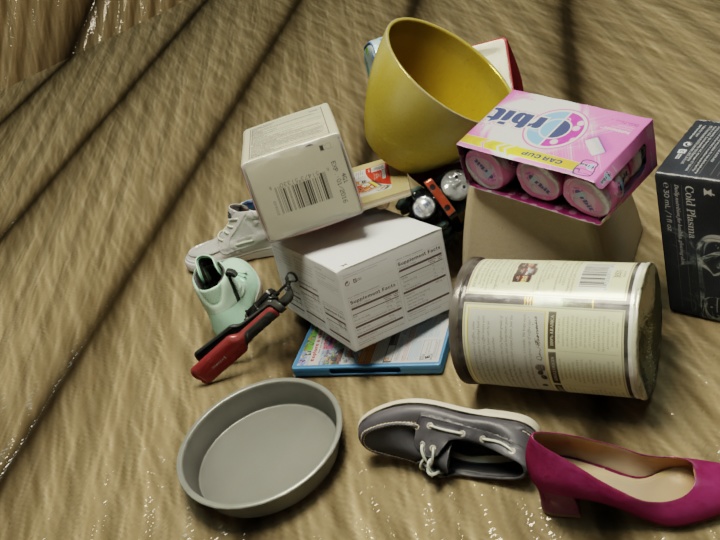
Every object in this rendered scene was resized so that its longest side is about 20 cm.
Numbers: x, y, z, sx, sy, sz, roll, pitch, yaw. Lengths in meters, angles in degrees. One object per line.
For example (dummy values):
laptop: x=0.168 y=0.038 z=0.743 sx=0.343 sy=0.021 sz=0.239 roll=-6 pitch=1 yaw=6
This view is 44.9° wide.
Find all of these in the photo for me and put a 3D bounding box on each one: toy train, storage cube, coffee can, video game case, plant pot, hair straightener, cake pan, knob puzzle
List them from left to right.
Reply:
hair straightener: x=-0.151 y=0.064 z=1.153 sx=0.200 sy=0.041 sz=0.077 roll=-45 pitch=24 yaw=22
cake pan: x=-0.112 y=0.205 z=1.007 sx=0.200 sy=0.037 sz=0.200 roll=-13 pitch=33 yaw=8
knob puzzle: x=-0.029 y=-0.097 z=1.201 sx=0.219 sy=0.031 sz=0.220 roll=-16 pitch=22 yaw=7
video game case: x=0.023 y=0.082 z=1.139 sx=0.200 sy=0.018 sz=0.143 roll=-4 pitch=36 yaw=21
plant pot: x=0.084 y=-0.213 z=1.155 sx=0.142 sy=0.200 sz=0.200 roll=-51 pitch=12 yaw=38
toy train: x=0.118 y=-0.090 z=1.208 sx=0.114 sy=0.085 sz=0.200 roll=-37 pitch=-11 yaw=5
storage cube: x=0.158 y=-0.225 z=1.310 sx=0.171 sy=0.201 sz=0.180 roll=-8 pitch=-6 yaw=16
plant pot: x=0.238 y=-0.074 z=1.117 sx=0.200 sy=0.177 sz=0.200 roll=2 pitch=38 yaw=28
coffee can: x=0.215 y=0.061 z=0.957 sx=0.200 sy=0.147 sz=0.146 roll=2 pitch=38 yaw=28

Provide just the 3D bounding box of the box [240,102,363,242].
box: x=-0.079 y=-0.132 z=1.135 sx=0.128 sy=0.109 sz=0.200 roll=-18 pitch=21 yaw=1

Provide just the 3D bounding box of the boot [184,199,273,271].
boot: x=-0.198 y=-0.065 z=1.391 sx=0.200 sy=0.096 sz=0.074 roll=-14 pitch=33 yaw=7

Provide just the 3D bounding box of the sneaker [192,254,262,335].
sneaker: x=-0.195 y=0.007 z=1.264 sx=0.074 sy=0.118 sz=0.201 roll=-19 pitch=32 yaw=2

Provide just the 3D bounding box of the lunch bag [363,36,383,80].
lunch bag: x=0.068 y=-0.302 z=1.497 sx=0.082 sy=0.200 sz=0.161 roll=-17 pitch=8 yaw=-1

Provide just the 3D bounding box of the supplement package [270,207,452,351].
supplement package: x=0.000 y=0.000 z=1.143 sx=0.156 sy=0.111 sz=0.200 roll=-23 pitch=24 yaw=-23

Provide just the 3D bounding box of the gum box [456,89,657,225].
gum box: x=0.224 y=-0.130 z=0.982 sx=0.200 sy=0.066 sz=0.113 roll=24 pitch=58 yaw=42

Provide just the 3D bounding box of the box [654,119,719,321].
box: x=0.445 y=-0.044 z=0.948 sx=0.196 sy=0.200 sz=0.124 roll=13 pitch=46 yaw=40

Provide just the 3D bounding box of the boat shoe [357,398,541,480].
boat shoe: x=0.086 y=0.182 z=0.912 sx=0.200 sy=0.073 sz=0.063 roll=0 pitch=34 yaw=18

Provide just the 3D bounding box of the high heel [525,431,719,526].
high heel: x=0.255 y=0.184 z=0.803 sx=0.200 sy=0.096 sz=0.067 roll=-10 pitch=34 yaw=13
